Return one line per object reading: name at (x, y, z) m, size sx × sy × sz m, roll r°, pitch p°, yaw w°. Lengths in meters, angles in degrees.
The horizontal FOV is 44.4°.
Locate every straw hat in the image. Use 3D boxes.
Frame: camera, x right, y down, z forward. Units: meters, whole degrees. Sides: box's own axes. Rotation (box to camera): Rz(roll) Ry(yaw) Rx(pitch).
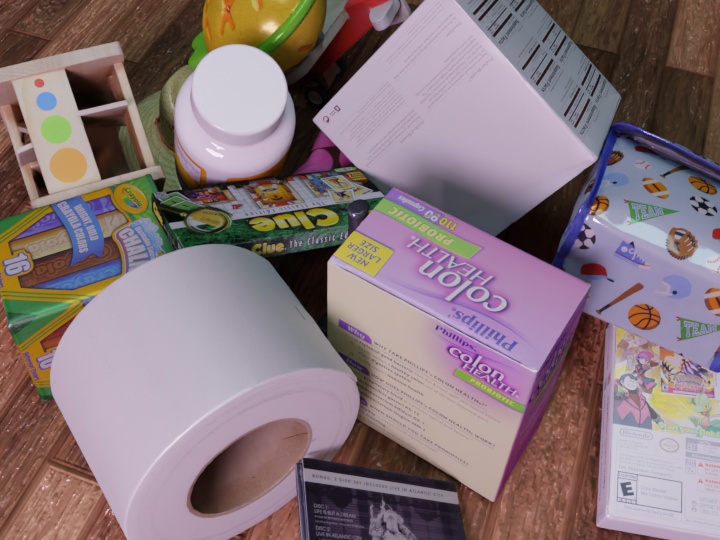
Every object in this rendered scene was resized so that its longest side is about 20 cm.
straw hat at (-0.182, -0.176, 0.977) m, size 0.199 × 0.086 × 0.203 m, roll 1°, pitch 51°, yaw -1°

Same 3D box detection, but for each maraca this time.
maraca at (-0.108, -0.251, 0.879) m, size 0.199 × 0.107 × 0.138 m, roll 11°, pitch 63°, yaw 52°

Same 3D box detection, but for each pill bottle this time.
pill bottle at (-0.120, -0.131, 0.834) m, size 0.110 × 0.200 × 0.112 m, roll 3°, pitch 77°, yaw -11°

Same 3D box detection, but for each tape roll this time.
tape roll at (-0.118, 0.100, 0.683) m, size 0.201 × 0.204 × 0.139 m, roll -26°, pitch 56°, yaw -22°

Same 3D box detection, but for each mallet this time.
mallet at (0.000, 0.000, 0.771) m, size 0.041 × 0.201 × 0.066 m, roll 39°, pitch 56°, yaw 19°

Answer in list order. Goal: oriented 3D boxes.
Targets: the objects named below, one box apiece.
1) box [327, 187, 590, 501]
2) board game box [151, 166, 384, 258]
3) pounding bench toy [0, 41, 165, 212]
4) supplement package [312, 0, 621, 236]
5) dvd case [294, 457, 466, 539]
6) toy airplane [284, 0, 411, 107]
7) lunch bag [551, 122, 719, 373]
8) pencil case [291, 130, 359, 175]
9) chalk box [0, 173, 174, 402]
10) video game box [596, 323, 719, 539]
box at (0.069, 0.064, 0.721) m, size 0.175 × 0.201 × 0.097 m, roll 28°, pitch 55°, yaw 20°
board game box at (-0.071, -0.049, 0.769) m, size 0.198 × 0.024 × 0.105 m, roll -11°, pitch 38°, yaw -25°
pounding bench toy at (-0.283, -0.108, 0.903) m, size 0.123 × 0.200 × 0.157 m, roll -18°, pitch 86°, yaw -18°
supplement package at (0.104, -0.155, 0.843) m, size 0.200 × 0.191 × 0.147 m, roll 45°, pitch 40°, yaw -7°
dvd case at (0.025, 0.242, 0.652) m, size 0.147 × 0.016 × 0.201 m, roll 16°, pitch 46°, yaw -27°
toy airplane at (-0.037, -0.291, 0.987) m, size 0.141 × 0.199 × 0.200 m, roll 39°, pitch 7°, yaw -16°
lunch bag at (0.272, -0.042, 0.776) m, size 0.169 × 0.125 × 0.200 m, roll 27°, pitch 43°, yaw 9°
pencil case at (-0.018, -0.118, 0.936) m, size 0.090 × 0.094 × 0.201 m, roll 20°, pitch 51°, yaw 12°
chalk box at (-0.216, 0.008, 0.802) m, size 0.198 × 0.125 × 0.124 m, roll -19°, pitch 54°, yaw -16°
video game box at (0.305, 0.140, 0.750) m, size 0.198 × 0.047 × 0.184 m, roll 9°, pitch 65°, yaw 5°
